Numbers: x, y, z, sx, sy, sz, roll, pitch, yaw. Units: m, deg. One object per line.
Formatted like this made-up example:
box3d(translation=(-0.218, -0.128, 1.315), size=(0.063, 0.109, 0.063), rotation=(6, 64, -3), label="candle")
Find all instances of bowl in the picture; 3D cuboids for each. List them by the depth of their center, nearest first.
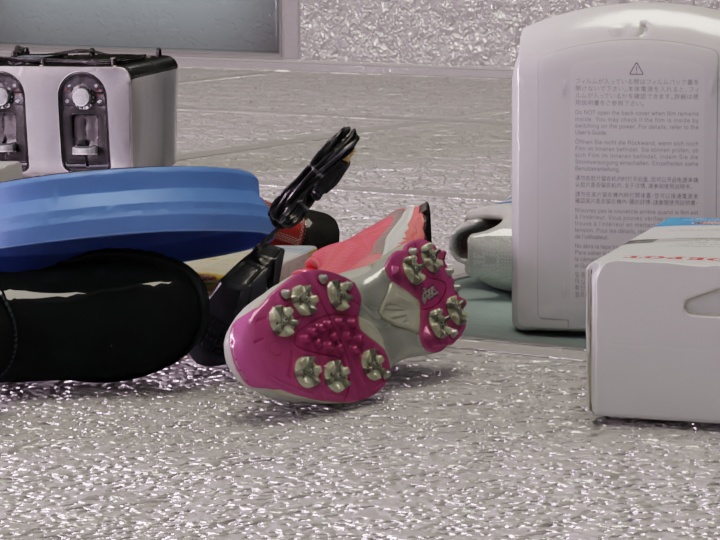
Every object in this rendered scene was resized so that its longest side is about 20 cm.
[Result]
box3d(translation=(-0.149, -0.027, 1.500), size=(0.200, 0.040, 0.201), rotation=(-6, -5, 0), label="bowl")

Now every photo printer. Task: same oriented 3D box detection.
box3d(translation=(0.173, -0.062, 1.603), size=(0.166, 0.201, 0.069), rotation=(1, 8, 15), label="photo printer")

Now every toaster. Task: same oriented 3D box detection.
box3d(translation=(-0.279, -0.153, 2.543), size=(0.180, 0.119, 0.200), rotation=(2, 9, 12), label="toaster")

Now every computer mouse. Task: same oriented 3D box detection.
box3d(translation=(-0.044, -0.007, 1.449), size=(0.059, 0.034, 0.200), rotation=(-40, -9, -43), label="computer mouse")

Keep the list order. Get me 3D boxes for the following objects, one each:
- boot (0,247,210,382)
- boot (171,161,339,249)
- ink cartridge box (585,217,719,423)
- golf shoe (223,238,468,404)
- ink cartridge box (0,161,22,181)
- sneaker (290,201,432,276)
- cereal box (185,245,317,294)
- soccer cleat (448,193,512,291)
box3d(translation=(-0.192, 0.036, 1.389), size=(0.198, 0.074, 0.162), rotation=(-1, 8, 12), label="boot")
box3d(translation=(-0.105, -0.018, 1.834), size=(0.144, 0.073, 0.200), rotation=(18, -16, -31), label="boot")
box3d(translation=(0.211, 0.024, 1.402), size=(0.145, 0.084, 0.200), rotation=(3, 9, 18), label="ink cartridge box")
box3d(translation=(-0.022, 0.038, 1.432), size=(0.091, 0.076, 0.200), rotation=(-20, -3, 34), label="golf shoe")
box3d(translation=(-0.343, -0.029, 1.799), size=(0.199, 0.086, 0.148), rotation=(1, 8, 8), label="ink cartridge box")
box3d(translation=(0.000, 0.000, 1.628), size=(0.086, 0.074, 0.200), rotation=(-1, 8, 5), label="sneaker")
box3d(translation=(-0.121, 0.014, 1.645), size=(0.143, 0.040, 0.200), rotation=(0, 8, 17), label="cereal box")
box3d(translation=(0.103, -0.029, 1.830), size=(0.086, 0.070, 0.200), rotation=(0, 8, 0), label="soccer cleat")
